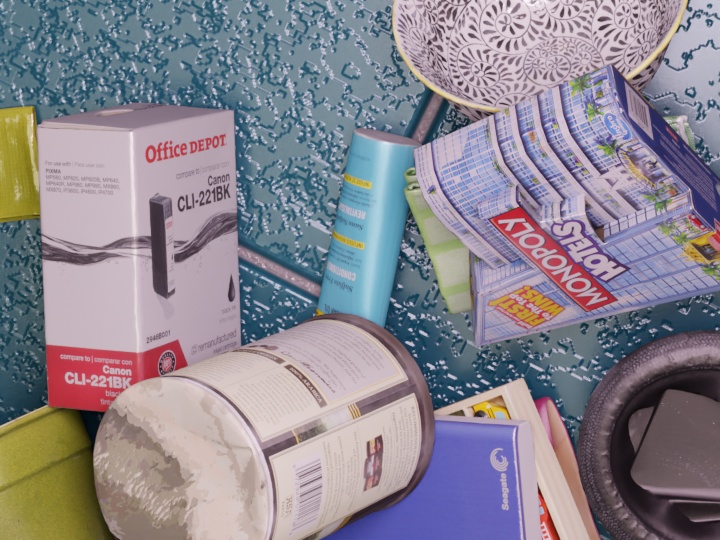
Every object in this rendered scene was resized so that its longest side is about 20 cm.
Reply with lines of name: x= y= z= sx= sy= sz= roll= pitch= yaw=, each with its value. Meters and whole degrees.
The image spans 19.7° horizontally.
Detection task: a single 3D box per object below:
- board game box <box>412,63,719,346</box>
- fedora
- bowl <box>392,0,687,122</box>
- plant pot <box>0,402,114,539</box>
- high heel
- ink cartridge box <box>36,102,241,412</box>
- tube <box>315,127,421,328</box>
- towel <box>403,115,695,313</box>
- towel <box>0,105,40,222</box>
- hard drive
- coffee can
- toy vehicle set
board game box: x=0.131 y=-0.027 z=1.375 sx=0.199 sy=0.062 sz=0.200 roll=-24 pitch=140 yaw=27
fedora: x=0.254 y=0.125 z=1.462 sx=0.199 sy=0.092 sz=0.202 roll=1 pitch=100 yaw=9
bowl: x=0.128 y=-0.156 z=1.414 sx=0.200 sy=0.201 sz=0.094 roll=-7 pitch=142 yaw=10
plant pot: x=-0.252 y=0.219 z=1.487 sx=0.200 sy=0.200 sz=0.194 roll=-27 pitch=87 yaw=12
high heel: x=0.167 y=0.188 z=1.496 sx=0.200 sy=0.067 sz=0.096 roll=42 pitch=114 yaw=3
ink cartridge box: x=-0.154 y=-0.012 z=1.465 sx=0.083 sy=0.144 sz=0.201 roll=3 pitch=101 yaw=26
tube: x=0.000 y=0.000 z=1.499 sx=0.050 sy=0.077 sz=0.201 roll=4 pitch=103 yaw=-33
towel: x=0.142 y=-0.031 z=1.444 sx=0.199 sy=0.031 sz=0.150 roll=-11 pitch=134 yaw=11
towel: x=-0.336 y=-0.071 z=1.555 sx=0.199 sy=0.018 sz=0.087 roll=-5 pitch=100 yaw=9
hard drive: x=0.037 y=0.169 z=1.492 sx=0.199 sy=0.025 sz=0.133 roll=1 pitch=101 yaw=36
coffee can: x=-0.063 y=0.120 z=1.410 sx=0.146 sy=0.200 sz=0.147 roll=9 pitch=106 yaw=33
toy vehicle set: x=0.100 y=0.189 z=1.485 sx=0.124 sy=0.026 sz=0.201 roll=-25 pitch=86 yaw=37
